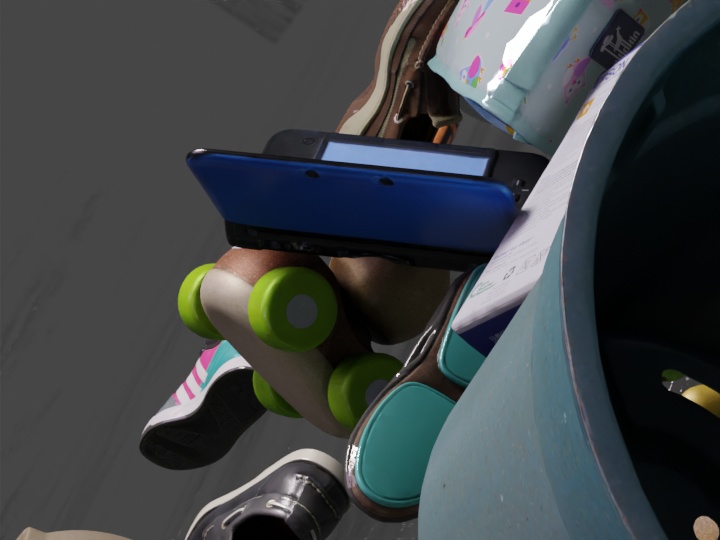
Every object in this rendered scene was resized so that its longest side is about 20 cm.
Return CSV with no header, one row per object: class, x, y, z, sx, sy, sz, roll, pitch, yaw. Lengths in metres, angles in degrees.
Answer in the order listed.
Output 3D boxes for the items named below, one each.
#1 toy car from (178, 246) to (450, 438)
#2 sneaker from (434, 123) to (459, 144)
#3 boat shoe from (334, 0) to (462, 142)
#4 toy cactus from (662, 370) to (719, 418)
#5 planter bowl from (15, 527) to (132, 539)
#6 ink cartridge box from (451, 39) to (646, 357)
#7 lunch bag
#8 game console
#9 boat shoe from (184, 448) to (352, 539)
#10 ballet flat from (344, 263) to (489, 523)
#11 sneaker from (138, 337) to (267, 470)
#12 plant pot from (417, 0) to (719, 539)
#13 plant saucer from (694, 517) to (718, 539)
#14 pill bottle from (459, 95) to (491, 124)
toy car,0.000,0.000,1.265,0.200,0.158,0.164,-48,19,-17
sneaker,0.026,-0.089,1.599,0.200,0.078,0.112,-24,29,53
boat shoe,0.050,-0.134,1.323,0.075,0.075,0.203,-22,-31,-45
toy cactus,0.185,-0.017,0.634,0.165,0.102,0.200,-41,-6,-44
planter bowl,-0.264,0.306,1.582,0.201,0.134,0.200,-54,10,15
ink cartridge box,0.148,-0.056,0.980,0.200,0.043,0.196,-57,10,-25
lunch bag,0.132,-0.166,1.171,0.171,0.122,0.200,-55,5,7
game console,0.013,-0.068,1.143,0.171,0.199,0.119,-68,-19,-48
boat shoe,-0.078,0.191,1.226,0.200,0.072,0.068,-45,12,44
ballet flat,0.044,0.080,1.034,0.200,0.068,0.068,-53,-5,-40
sneaker,-0.134,0.099,1.714,0.200,0.083,0.121,-38,25,40
plant pot,0.111,0.052,0.478,0.201,0.200,0.196,-63,4,-27
plant saucer,0.086,0.162,0.656,0.201,0.035,0.200,-55,11,16
pill bottle,0.123,-0.218,1.378,0.200,0.114,0.114,-55,11,16
